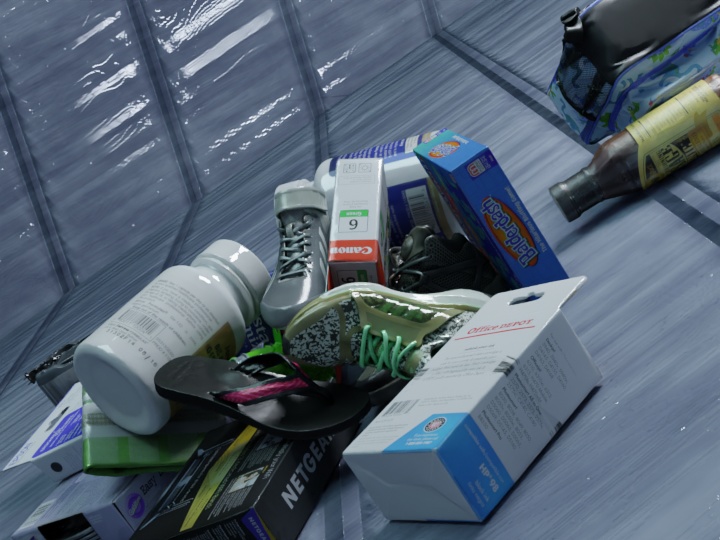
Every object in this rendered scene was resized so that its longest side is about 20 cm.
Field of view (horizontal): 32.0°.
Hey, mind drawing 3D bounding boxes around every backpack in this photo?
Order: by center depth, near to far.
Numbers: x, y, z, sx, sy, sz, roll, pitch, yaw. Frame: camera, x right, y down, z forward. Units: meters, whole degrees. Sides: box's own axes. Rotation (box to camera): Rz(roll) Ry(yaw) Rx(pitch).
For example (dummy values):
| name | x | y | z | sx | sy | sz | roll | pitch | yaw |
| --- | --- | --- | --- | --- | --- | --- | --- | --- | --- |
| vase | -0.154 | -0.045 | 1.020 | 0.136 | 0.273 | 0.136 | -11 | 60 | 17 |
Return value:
| name | x | y | z | sx | sy | sz | roll | pitch | yaw |
| --- | --- | --- | --- | --- | --- | --- | --- | --- | --- |
| backpack | 0.296 | -0.216 | 1.335 | 0.183 | 0.147 | 0.200 | -35 | -10 | -13 |

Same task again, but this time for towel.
| name | x | y | z | sx | sy | sz | roll | pitch | yaw |
| --- | --- | --- | --- | --- | --- | --- | --- | --- | --- |
| towel | -0.214 | 0.140 | 1.303 | 0.149 | 0.031 | 0.200 | -1 | 36 | -10 |

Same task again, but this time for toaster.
| name | x | y | z | sx | sy | sz | roll | pitch | yaw |
| --- | --- | --- | --- | --- | --- | --- | --- | --- | --- |
| toaster | -0.320 | 0.139 | 1.611 | 0.200 | 0.129 | 0.114 | -32 | 13 | 6 |

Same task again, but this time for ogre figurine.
| name | x | y | z | sx | sy | sz | roll | pitch | yaw |
| --- | --- | --- | --- | --- | --- | --- | --- | --- | --- |
| ogre figurine | -0.084 | 0.101 | 1.231 | 0.120 | 0.200 | 0.098 | -23 | 56 | 0 |

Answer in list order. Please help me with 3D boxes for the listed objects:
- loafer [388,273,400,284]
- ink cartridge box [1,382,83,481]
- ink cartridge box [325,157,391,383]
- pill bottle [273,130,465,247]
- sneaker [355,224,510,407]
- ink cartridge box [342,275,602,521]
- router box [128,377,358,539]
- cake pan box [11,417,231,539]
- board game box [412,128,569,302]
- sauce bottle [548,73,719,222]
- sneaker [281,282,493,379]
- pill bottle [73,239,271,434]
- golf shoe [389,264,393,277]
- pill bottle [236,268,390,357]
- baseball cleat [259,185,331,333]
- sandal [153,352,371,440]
| name | x | y | z | sx | sy | sz | roll | pitch | yaw |
| --- | --- | --- | --- | --- | --- | --- | --- | --- | --- |
| loafer | 0.070 | -0.001 | 1.308 | 0.072 | 0.063 | 0.200 | -31 | 10 | 17 |
| ink cartridge box | -0.285 | 0.158 | 1.435 | 0.199 | 0.043 | 0.198 | -24 | 17 | 24 |
| ink cartridge box | 0.000 | 0.000 | 1.214 | 0.050 | 0.109 | 0.201 | -2 | 51 | 6 |
| pill bottle | 0.012 | -0.074 | 1.388 | 0.199 | 0.120 | 0.120 | -13 | 19 | 15 |
| sneaker | 0.046 | 0.034 | 1.160 | 0.199 | 0.114 | 0.076 | -43 | 15 | -28 |
| ink cartridge box | 0.095 | 0.094 | 0.927 | 0.200 | 0.067 | 0.116 | -43 | 16 | -32 |
| router box | -0.102 | 0.188 | 1.091 | 0.157 | 0.052 | 0.200 | -26 | 15 | 29 |
| cake pan box | -0.253 | 0.223 | 1.333 | 0.184 | 0.052 | 0.200 | -26 | 15 | 37 |
| board game box | 0.122 | -0.056 | 1.208 | 0.045 | 0.152 | 0.200 | -34 | 13 | 0 |
| sauce bottle | 0.281 | -0.116 | 1.239 | 0.200 | 0.066 | 0.066 | -33 | 13 | 9 |
| sneaker | 0.035 | 0.061 | 1.052 | 0.199 | 0.077 | 0.089 | -3 | 29 | -8 |
| pill bottle | -0.181 | 0.061 | 1.266 | 0.114 | 0.115 | 0.200 | -16 | 23 | 51 |
| golf shoe | 0.032 | -0.038 | 1.521 | 0.094 | 0.078 | 0.200 | -32 | 12 | 7 |
| pill bottle | -0.062 | 0.045 | 1.374 | 0.200 | 0.112 | 0.112 | -21 | 18 | 44 |
| baseball cleat | -0.066 | -0.018 | 1.215 | 0.069 | 0.107 | 0.200 | -13 | 22 | 10 |
| sandal | -0.089 | 0.098 | 1.076 | 0.199 | 0.045 | 0.075 | 10 | 30 | 19 |
